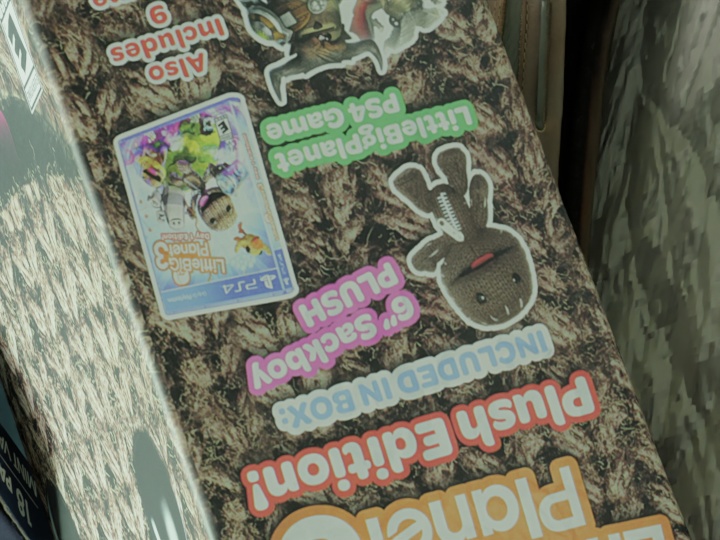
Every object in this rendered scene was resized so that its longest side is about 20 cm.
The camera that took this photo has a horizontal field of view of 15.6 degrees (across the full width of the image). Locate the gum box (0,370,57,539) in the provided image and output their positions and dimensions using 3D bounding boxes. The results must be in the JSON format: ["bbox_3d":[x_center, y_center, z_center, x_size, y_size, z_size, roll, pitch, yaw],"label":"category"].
[{"bbox_3d":[-0.105,0.033,0.740,0.170,0.044,0.201,65,-175,-48],"label":"gum box"}]

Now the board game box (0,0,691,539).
[{"bbox_3d":[-0.016,0.030,0.596,0.159,0.096,0.201,135,117,-69],"label":"board game box"}]

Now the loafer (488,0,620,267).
[{"bbox_3d":[0.053,-0.077,0.667,0.072,0.063,0.202,-12,-60,-57],"label":"loafer"}]
